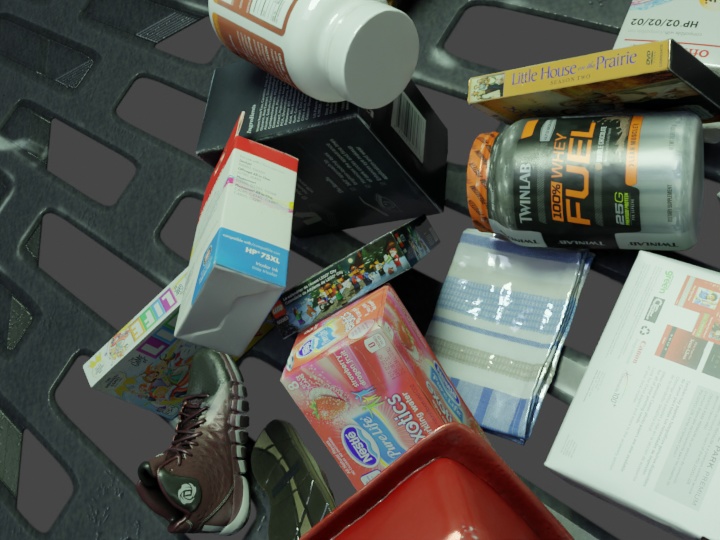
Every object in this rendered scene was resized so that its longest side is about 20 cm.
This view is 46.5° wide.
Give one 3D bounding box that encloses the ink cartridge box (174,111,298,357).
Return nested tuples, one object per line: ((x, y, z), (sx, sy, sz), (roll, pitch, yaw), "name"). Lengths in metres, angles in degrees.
((-0.111, -0.038, 0.779), (0.116, 0.067, 0.201), (-53, 26, 43), "ink cartridge box")

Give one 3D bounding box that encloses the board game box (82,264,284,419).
((-0.188, 0.073, 0.933), (0.200, 0.134, 0.034), (-42, 52, 7), "board game box")

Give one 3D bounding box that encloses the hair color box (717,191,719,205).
((0.401, -0.026, 0.674), (0.099, 0.061, 0.200), (-44, 51, 5), "hair color box")

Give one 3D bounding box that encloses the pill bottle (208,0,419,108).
((-0.043, -0.220, 0.757), (0.200, 0.112, 0.112), (37, 88, 39), "pill bottle")

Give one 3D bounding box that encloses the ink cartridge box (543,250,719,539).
((0.273, 0.109, 0.668), (0.175, 0.084, 0.201), (21, 79, 37), "ink cartridge box")

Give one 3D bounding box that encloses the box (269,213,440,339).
((0.000, 0.000, 0.826), (0.136, 0.200, 0.038), (-29, 91, 15), "box")

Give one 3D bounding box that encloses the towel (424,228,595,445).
((0.131, 0.056, 0.820), (0.146, 0.024, 0.201), (13, 74, 36), "towel")

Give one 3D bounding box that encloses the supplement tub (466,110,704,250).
((0.207, -0.081, 0.772), (0.199, 0.123, 0.123), (2, 67, 27), "supplement tub")

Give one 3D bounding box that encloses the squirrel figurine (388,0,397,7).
((-0.032, -0.394, 1.050), (0.185, 0.142, 0.201), (22, 107, 6), "squirrel figurine")

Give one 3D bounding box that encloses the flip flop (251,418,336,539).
((-0.057, 0.230, 0.830), (0.081, 0.057, 0.200), (-46, 37, 9), "flip flop")

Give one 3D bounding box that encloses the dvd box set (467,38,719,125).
((0.220, -0.159, 0.772), (0.199, 0.146, 0.030), (1, 81, 44), "dvd box set")

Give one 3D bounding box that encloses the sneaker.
((-0.177, 0.172, 0.862), (0.075, 0.115, 0.202), (-26, 66, 39), "sneaker")

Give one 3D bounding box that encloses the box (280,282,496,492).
((0.030, 0.129, 0.726), (0.102, 0.201, 0.095), (-29, 15, 16), "box")

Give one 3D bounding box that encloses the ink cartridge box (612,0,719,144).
((0.323, -0.233, 0.820), (0.115, 0.068, 0.201), (15, 76, 36), "ink cartridge box")

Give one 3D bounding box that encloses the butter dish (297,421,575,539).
((0.066, 0.256, 0.629), (0.200, 0.200, 0.148), (-40, 21, 7), "butter dish")

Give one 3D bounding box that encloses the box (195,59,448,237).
((-0.034, -0.140, 0.907), (0.199, 0.197, 0.118), (-8, 62, 28), "box")
